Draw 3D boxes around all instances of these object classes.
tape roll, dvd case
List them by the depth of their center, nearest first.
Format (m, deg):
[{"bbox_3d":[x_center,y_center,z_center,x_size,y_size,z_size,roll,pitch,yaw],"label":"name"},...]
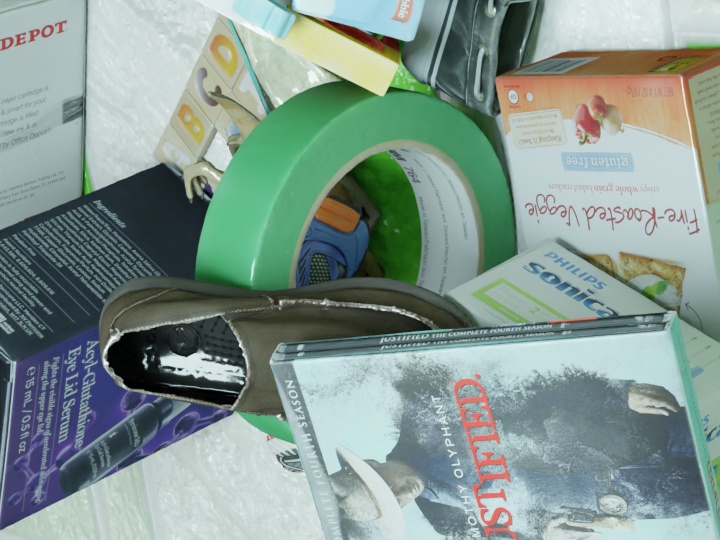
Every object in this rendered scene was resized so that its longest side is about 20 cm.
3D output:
[{"bbox_3d":[0.068,0.092,1.253,0.198,0.022,0.147,-4,120,22],"label":"dvd case"},{"bbox_3d":[0.000,0.000,1.421,0.048,0.200,0.202,14,118,44],"label":"tape roll"}]

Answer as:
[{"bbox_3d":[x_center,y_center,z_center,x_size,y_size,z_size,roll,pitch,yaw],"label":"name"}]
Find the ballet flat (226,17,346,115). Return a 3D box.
[{"bbox_3d":[-0.058,-0.171,1.524,0.062,0.067,0.201,-31,85,20],"label":"ballet flat"}]

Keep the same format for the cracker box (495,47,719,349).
[{"bbox_3d":[0.150,-0.010,1.355,0.133,0.057,0.202,3,111,49],"label":"cracker box"}]

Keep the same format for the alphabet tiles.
[{"bbox_3d":[-0.049,-0.074,1.599,0.167,0.008,0.200,52,139,20],"label":"alphabet tiles"}]

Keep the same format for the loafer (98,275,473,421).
[{"bbox_3d":[-0.040,0.048,1.305,0.198,0.071,0.074,0,110,13],"label":"loafer"}]

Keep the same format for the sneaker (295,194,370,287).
[{"bbox_3d":[-0.042,0.027,1.517,0.075,0.079,0.200,24,153,15],"label":"sneaker"}]

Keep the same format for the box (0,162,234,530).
[{"bbox_3d":[-0.173,0.045,1.641,0.104,0.199,0.149,41,139,30],"label":"box"}]

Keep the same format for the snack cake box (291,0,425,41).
[{"bbox_3d":[0.021,-0.230,1.316,0.067,0.115,0.201,14,111,-5],"label":"snack cake box"}]

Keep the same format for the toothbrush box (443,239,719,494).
[{"bbox_3d":[0.110,0.110,1.349,0.145,0.086,0.201,33,131,33],"label":"toothbrush box"}]

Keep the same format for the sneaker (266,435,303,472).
[{"bbox_3d":[0.020,0.111,1.549,0.199,0.080,0.075,-3,107,50],"label":"sneaker"}]

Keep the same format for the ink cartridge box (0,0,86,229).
[{"bbox_3d":[-0.261,-0.094,1.727,0.083,0.146,0.201,32,129,39],"label":"ink cartridge box"}]

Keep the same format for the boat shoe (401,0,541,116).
[{"bbox_3d":[0.082,-0.167,1.362,0.071,0.072,0.201,32,136,15],"label":"boat shoe"}]

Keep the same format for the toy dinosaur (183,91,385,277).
[{"bbox_3d":[-0.050,-0.057,1.531,0.101,0.058,0.200,6,145,43],"label":"toy dinosaur"}]

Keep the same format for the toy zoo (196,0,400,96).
[{"bbox_3d":[-0.040,-0.137,1.391,0.131,0.200,0.021,27,100,-5],"label":"toy zoo"}]
